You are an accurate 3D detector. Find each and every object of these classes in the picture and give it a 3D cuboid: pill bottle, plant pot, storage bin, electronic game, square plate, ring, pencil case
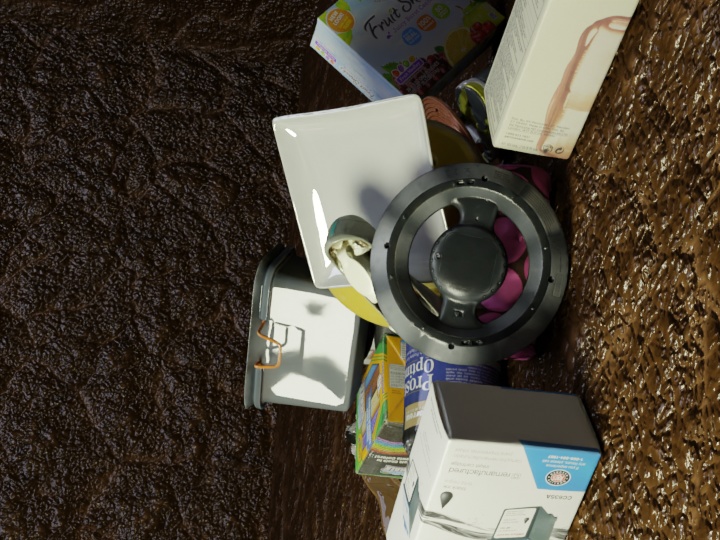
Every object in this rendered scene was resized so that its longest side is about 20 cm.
[{"bbox_3d":[0.103,0.154,1.209,0.112,0.110,0.202,119,157,-64],"label":"pill bottle"},{"bbox_3d":[0.059,-0.067,1.265,0.190,0.198,0.202,106,168,-48],"label":"plant pot"},{"bbox_3d":[-0.063,0.083,1.354,0.146,0.133,0.203,-53,-29,-69],"label":"storage bin"},{"bbox_3d":[0.108,-0.007,1.074,0.042,0.197,0.203,28,-110,-82],"label":"electronic game"},{"bbox_3d":[0.008,-0.081,1.163,0.028,0.196,0.202,-33,-66,-51],"label":"square plate"},{"bbox_3d":[0.124,-0.122,1.327,0.202,0.019,0.201,59,167,23],"label":"ring"},{"bbox_3d":[0.148,-0.009,1.137,0.091,0.092,0.203,141,135,-75],"label":"pencil case"}]

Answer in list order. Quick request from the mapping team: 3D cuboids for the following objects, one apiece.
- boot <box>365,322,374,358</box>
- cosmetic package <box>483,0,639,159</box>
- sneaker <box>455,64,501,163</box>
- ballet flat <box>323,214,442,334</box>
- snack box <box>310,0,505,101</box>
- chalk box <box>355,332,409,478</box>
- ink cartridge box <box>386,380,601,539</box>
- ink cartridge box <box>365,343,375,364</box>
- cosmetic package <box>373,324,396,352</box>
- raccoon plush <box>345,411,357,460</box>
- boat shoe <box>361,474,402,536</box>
[{"bbox_3d":[0.001,0.001,1.430,0.163,0.072,0.200,109,169,-50],"label":"boot"},{"bbox_3d":[0.193,-0.222,1.058,0.201,0.086,0.104,107,168,-46],"label":"cosmetic package"},{"bbox_3d":[0.164,-0.191,1.285,0.084,0.075,0.200,-39,-9,-2],"label":"sneaker"},{"bbox_3d":[0.033,0.030,1.131,0.067,0.200,0.064,-35,15,29],"label":"ballet flat"},{"bbox_3d":[0.061,-0.311,1.401,0.200,0.169,0.068,-43,-8,-26],"label":"snack box"},{"bbox_3d":[0.063,0.188,1.377,0.201,0.123,0.125,115,161,-55],"label":"chalk box"},{"bbox_3d":[0.117,0.209,0.993,0.086,0.144,0.202,-102,22,-57],"label":"ink cartridge box"},{"bbox_3d":[0.026,0.066,1.788,0.200,0.082,0.147,129,148,-71],"label":"ink cartridge box"},{"bbox_3d":[0.070,0.035,1.508,0.201,0.105,0.091,-92,13,-52],"label":"cosmetic package"},{"bbox_3d":[0.051,0.224,1.638,0.201,0.096,0.134,-55,-9,-11],"label":"raccoon plush"},{"bbox_3d":[0.064,0.310,1.454,0.073,0.071,0.201,-58,41,25],"label":"boat shoe"}]
